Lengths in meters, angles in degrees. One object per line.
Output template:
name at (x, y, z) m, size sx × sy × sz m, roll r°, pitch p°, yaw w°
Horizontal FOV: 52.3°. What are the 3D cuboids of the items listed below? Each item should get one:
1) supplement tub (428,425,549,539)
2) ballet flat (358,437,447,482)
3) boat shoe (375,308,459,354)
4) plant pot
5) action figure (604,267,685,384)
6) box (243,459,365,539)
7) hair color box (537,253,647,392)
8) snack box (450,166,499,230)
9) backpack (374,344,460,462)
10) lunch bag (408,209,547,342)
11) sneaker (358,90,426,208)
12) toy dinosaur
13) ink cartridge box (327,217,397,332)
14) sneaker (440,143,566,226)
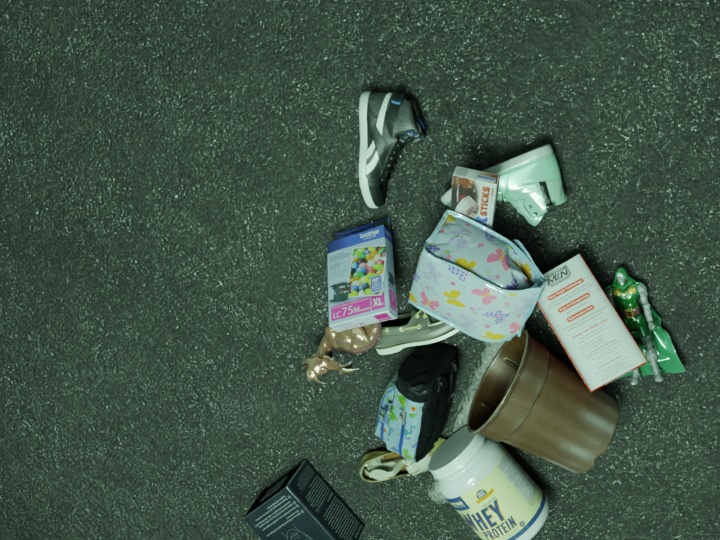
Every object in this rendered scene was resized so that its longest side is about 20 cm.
supplement tub at (0.236, 0.401, 1.360) m, size 0.145 × 0.145 × 0.200 m, roll -40°, pitch 93°, yaw 27°
ballet flat at (0.084, 0.381, 1.450) m, size 0.199 × 0.071 × 0.071 m, roll -18°, pitch 102°, yaw 24°
boat shoe at (0.105, 0.098, 1.339) m, size 0.201 × 0.072 × 0.060 m, roll -20°, pitch 106°, yaw 28°
plant pot at (0.317, 0.236, 1.255) m, size 0.198 × 0.200 × 0.201 m, roll 29°, pitch 116°, yaw 0°
action figure at (0.456, 0.090, 1.225) m, size 0.118 × 0.055 × 0.201 m, roll -14°, pitch 99°, yaw 26°
box at (-0.117, 0.533, 1.552) m, size 0.148 × 0.107 × 0.200 m, roll -40°, pitch 92°, yaw 26°
hair color box at (0.366, 0.086, 1.195) m, size 0.101 × 0.061 × 0.201 m, roll -30°, pitch 72°, yaw 9°
snack box at (0.185, -0.089, 1.214) m, size 0.072 × 0.024 × 0.200 m, roll 13°, pitch 146°, yaw 14°
backpack at (0.103, 0.255, 1.360) m, size 0.153 × 0.163 × 0.201 m, roll 7°, pitch 118°, yaw 26°
lunch bag at (0.198, 0.019, 1.221) m, size 0.199 × 0.127 × 0.170 m, roll 29°, pitch 148°, yaw 14°
sneaker at (0.058, -0.203, 1.246) m, size 0.111 × 0.073 × 0.201 m, roll 3°, pitch 108°, yaw 20°
toy dinosaur at (-0.015, 0.124, 1.339) m, size 0.200 × 0.086 × 0.136 m, roll -25°, pitch 67°, yaw 36°
ink cartridge box at (0.000, 0.000, 1.290) m, size 0.119 × 0.201 × 0.042 m, roll -16°, pitch 148°, yaw 24°
sneaker at (0.238, -0.116, 1.210) m, size 0.200 × 0.074 × 0.119 m, roll -21°, pitch 94°, yaw 22°
